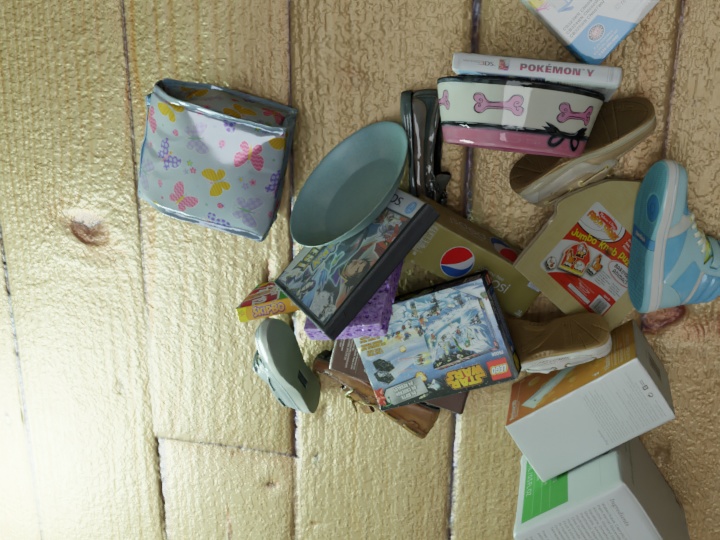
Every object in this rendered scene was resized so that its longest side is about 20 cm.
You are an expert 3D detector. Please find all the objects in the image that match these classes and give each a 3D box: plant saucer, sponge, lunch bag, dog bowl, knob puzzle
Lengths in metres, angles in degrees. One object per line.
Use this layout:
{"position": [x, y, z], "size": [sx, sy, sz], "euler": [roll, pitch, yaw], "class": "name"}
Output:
{"position": [-0.007, -0.103, 1.160], "size": [0.199, 0.203, 0.039], "euler": [-33, 126, 23], "class": "plant saucer"}
{"position": [0.000, 0.000, 1.180], "size": [0.110, 0.203, 0.030], "euler": [-6, 139, 25], "class": "sponge"}
{"position": [-0.198, -0.157, 1.215], "size": [0.196, 0.128, 0.172], "euler": [13, 115, -1], "class": "lunch bag"}
{"position": [0.183, -0.178, 1.057], "size": [0.196, 0.200, 0.075], "euler": [9, 97, 11], "class": "dog bowl"}
{"position": [0.316, -0.034, 1.156], "size": [0.215, 0.031, 0.224], "euler": [-4, 111, -10], "class": "knob puzzle"}

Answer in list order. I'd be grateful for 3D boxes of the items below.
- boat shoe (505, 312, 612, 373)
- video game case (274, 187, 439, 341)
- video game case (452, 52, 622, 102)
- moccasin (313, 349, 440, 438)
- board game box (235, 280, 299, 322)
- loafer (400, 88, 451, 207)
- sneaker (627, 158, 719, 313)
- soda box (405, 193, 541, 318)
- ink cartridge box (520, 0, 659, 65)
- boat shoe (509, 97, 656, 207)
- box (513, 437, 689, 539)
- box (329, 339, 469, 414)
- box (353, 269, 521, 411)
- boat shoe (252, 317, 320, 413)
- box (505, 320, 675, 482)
{"position": [0.233, 0.107, 1.181], "size": [0.196, 0.072, 0.070], "euler": [-7, 145, 24], "class": "boat shoe"}
{"position": [-0.011, -0.026, 1.141], "size": [0.201, 0.180, 0.025], "euler": [-49, 121, -2], "class": "video game case"}
{"position": [0.206, -0.224, 1.044], "size": [0.178, 0.200, 0.023], "euler": [8, 98, 11], "class": "video game case"}
{"position": [0.018, 0.182, 1.313], "size": [0.199, 0.074, 0.079], "euler": [27, 106, -7], "class": "moccasin"}
{"position": [-0.071, 0.028, 1.263], "size": [0.196, 0.096, 0.031], "euler": [-9, 108, 17], "class": "board game box"}
{"position": [0.093, -0.136, 1.177], "size": [0.062, 0.072, 0.204], "euler": [-6, 106, 10], "class": "loafer"}
{"position": [0.408, -0.044, 1.109], "size": [0.128, 0.080, 0.203], "euler": [-2, 121, -4], "class": "sneaker"}
{"position": [0.144, -0.018, 1.167], "size": [0.198, 0.068, 0.064], "euler": [27, 116, -22], "class": "soda box"}
{"position": [0.236, -0.349, 1.023], "size": [0.200, 0.125, 0.129], "euler": [43, 107, -4], "class": "ink cartridge box"}
{"position": [0.285, -0.144, 1.126], "size": [0.198, 0.075, 0.069], "euler": [-27, 134, 29], "class": "boat shoe"}
{"position": [0.330, 0.343, 1.215], "size": [0.170, 0.199, 0.202], "euler": [-31, 100, 22], "class": "box"}
{"position": [0.065, 0.120, 1.259], "size": [0.197, 0.100, 0.076], "euler": [19, 114, 7], "class": "box"}
{"position": [0.093, 0.093, 1.156], "size": [0.197, 0.040, 0.139], "euler": [-16, 101, 25], "class": "box"}
{"position": [-0.121, 0.143, 1.300], "size": [0.070, 0.071, 0.202], "euler": [0, 140, 22], "class": "boat shoe"}
{"position": [0.305, 0.174, 1.202], "size": [0.198, 0.125, 0.098], "euler": [-33, 99, 22], "class": "box"}
